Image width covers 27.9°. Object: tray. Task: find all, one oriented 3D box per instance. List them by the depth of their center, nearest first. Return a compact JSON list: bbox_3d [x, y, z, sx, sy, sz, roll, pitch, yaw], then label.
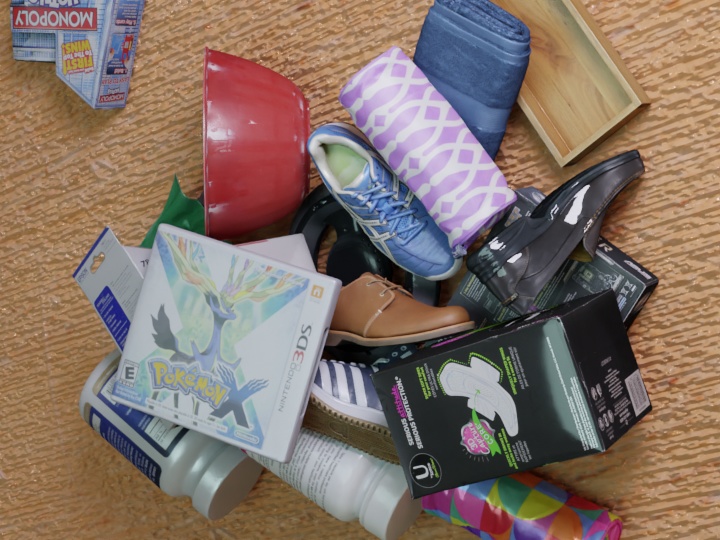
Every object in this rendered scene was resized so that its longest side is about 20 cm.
[{"bbox_3d":[0.177,-0.209,1.370,0.098,0.037,0.201,-39,77,29],"label":"tray"}]

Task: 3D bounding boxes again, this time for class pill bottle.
[{"bbox_3d":[-0.025,0.187,1.502,0.199,0.113,0.114,32,112,23],"label":"pill bottle"},{"bbox_3d":[-0.207,0.177,1.605,0.199,0.115,0.116,38,114,20],"label":"pill bottle"}]

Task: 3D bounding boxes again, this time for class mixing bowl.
[{"bbox_3d":[-0.106,-0.126,1.480,0.107,0.200,0.202,0,99,-5],"label":"mixing bowl"}]

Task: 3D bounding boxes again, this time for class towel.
[{"bbox_3d":[0.095,-0.164,1.390,0.111,0.048,0.201,33,129,21],"label":"towel"}]

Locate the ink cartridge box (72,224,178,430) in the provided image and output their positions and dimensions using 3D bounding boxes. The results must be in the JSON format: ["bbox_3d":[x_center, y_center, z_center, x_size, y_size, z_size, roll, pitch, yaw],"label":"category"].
[{"bbox_3d":[-0.216,0.055,1.492,0.201,0.039,0.099,56,133,12],"label":"ink cartridge box"}]

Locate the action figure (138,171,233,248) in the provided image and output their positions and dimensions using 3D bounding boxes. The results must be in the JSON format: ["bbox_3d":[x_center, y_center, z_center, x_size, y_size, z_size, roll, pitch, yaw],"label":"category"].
[{"bbox_3d":[-0.214,-0.006,1.619,0.200,0.055,0.119,-44,76,35],"label":"action figure"}]

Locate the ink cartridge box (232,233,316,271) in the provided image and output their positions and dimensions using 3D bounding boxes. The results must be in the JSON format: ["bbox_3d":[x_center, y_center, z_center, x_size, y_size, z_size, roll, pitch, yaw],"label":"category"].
[{"bbox_3d":[-0.148,0.035,1.532,0.199,0.116,0.068,-32,75,43],"label":"ink cartridge box"}]

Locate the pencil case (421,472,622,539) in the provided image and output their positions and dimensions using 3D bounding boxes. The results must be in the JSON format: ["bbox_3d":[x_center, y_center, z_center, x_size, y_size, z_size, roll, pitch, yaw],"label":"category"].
[{"bbox_3d":[0.158,0.244,1.422,0.199,0.088,0.089,26,109,26],"label":"pencil case"}]

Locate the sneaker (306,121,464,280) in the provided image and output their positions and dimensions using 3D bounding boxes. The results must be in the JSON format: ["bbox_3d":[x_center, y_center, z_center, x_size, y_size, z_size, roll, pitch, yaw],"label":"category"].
[{"bbox_3d":[0.018,-0.064,1.404,0.200,0.077,0.076,43,102,10],"label":"sneaker"}]

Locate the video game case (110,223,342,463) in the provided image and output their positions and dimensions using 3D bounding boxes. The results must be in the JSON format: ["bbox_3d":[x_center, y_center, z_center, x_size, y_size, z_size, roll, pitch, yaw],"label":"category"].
[{"bbox_3d":[-0.133,0.069,1.410,0.198,0.022,0.184,17,92,19],"label":"video game case"}]

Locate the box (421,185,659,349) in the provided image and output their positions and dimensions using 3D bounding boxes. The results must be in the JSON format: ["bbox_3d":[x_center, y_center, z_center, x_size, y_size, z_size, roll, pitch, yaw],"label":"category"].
[{"bbox_3d":[0.170,0.046,1.407,0.160,0.043,0.201,37,114,21],"label":"box"}]

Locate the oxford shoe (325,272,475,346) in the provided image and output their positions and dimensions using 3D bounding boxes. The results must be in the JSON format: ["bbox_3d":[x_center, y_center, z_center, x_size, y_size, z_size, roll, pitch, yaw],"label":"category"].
[{"bbox_3d":[0.024,0.038,1.418,0.199,0.071,0.072,1,93,38],"label":"oxford shoe"}]

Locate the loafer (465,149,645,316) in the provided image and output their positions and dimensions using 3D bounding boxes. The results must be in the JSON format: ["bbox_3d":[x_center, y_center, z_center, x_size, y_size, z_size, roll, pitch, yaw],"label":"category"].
[{"bbox_3d":[0.189,-0.037,1.325,0.199,0.073,0.073,-37,89,-13],"label":"loafer"}]

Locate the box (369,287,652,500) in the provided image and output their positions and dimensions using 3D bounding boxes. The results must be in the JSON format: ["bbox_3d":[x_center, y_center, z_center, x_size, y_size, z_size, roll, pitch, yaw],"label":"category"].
[{"bbox_3d":[0.139,0.112,1.323,0.199,0.148,0.125,-18,90,30],"label":"box"}]

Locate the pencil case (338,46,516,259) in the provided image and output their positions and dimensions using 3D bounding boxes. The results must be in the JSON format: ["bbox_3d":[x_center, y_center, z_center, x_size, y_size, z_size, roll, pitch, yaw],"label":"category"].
[{"bbox_3d":[0.063,-0.113,1.359,0.201,0.084,0.085,54,162,3],"label":"pencil case"}]

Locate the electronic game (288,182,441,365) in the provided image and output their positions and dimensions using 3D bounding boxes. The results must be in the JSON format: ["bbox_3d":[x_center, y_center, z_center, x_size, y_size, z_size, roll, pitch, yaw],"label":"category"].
[{"bbox_3d":[0.000,0.000,1.500,0.199,0.041,0.202,7,102,38],"label":"electronic game"}]

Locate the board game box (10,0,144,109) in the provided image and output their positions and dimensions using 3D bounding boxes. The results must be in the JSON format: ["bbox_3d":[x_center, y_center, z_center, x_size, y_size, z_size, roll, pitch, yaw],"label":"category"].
[{"bbox_3d":[-0.323,-0.286,1.638,0.198,0.062,0.202,6,99,30],"label":"board game box"}]

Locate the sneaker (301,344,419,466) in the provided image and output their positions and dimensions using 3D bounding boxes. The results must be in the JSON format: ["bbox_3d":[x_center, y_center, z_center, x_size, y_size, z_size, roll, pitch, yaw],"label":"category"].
[{"bbox_3d":[-0.012,0.109,1.448,0.199,0.109,0.070,24,144,11],"label":"sneaker"}]
